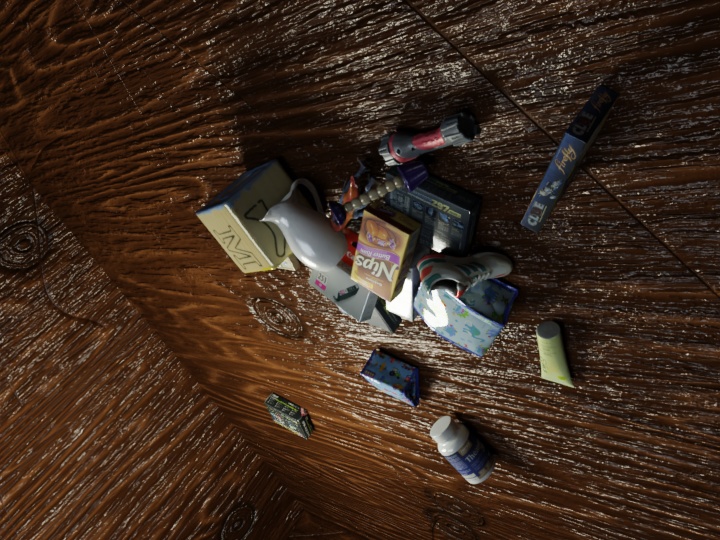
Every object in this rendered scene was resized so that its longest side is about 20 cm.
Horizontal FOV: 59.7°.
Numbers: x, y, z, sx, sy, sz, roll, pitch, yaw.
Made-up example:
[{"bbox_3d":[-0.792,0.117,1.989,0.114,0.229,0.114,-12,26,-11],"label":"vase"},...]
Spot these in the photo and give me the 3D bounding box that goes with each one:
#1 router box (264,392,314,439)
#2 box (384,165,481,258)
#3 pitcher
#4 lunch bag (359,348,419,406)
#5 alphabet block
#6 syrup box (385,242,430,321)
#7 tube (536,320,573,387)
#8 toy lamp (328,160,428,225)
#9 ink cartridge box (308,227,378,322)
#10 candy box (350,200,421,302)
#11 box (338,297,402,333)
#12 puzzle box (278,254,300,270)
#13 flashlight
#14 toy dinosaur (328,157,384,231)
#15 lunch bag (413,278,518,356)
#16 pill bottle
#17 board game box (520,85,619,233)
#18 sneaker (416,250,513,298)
[{"bbox_3d":[-0.305,0.625,2.698,0.199,0.062,0.150,20,142,30],"label":"router box"},{"bbox_3d":[0.144,-0.121,1.301,0.200,0.051,0.158,28,147,22],"label":"box"},{"bbox_3d":[-0.115,-0.110,1.487,0.200,0.172,0.121,43,148,-12],"label":"pitcher"},{"bbox_3d":[0.100,0.348,1.908,0.150,0.094,0.200,21,153,24],"label":"lunch bag"},{"bbox_3d":[-0.253,-0.131,1.573,0.196,0.195,0.200,-3,127,57],"label":"alphabet block"},{"bbox_3d":[0.111,0.022,1.487,0.081,0.079,0.200,25,145,25],"label":"syrup box"},{"bbox_3d":[0.428,0.194,1.391,0.058,0.052,0.200,-112,-2,-48],"label":"tube"},{"bbox_3d":[0.038,-0.153,1.223,0.058,0.199,0.058,62,-176,-8],"label":"toy lamp"},{"bbox_3d":[-0.030,0.001,1.528,0.200,0.043,0.174,35,120,35],"label":"ink cartridge box"},{"bbox_3d":[0.052,-0.038,1.365,0.116,0.056,0.200,31,136,21],"label":"candy box"},{"bbox_3d":[-0.004,0.076,1.648,0.200,0.051,0.158,19,153,40],"label":"box"},{"bbox_3d":[-0.265,-0.088,1.807,0.133,0.025,0.200,7,135,42],"label":"puzzle box"},{"bbox_3d":[0.120,-0.244,1.160,0.200,0.068,0.068,-7,122,52],"label":"flashlight"},{"bbox_3d":[-0.031,-0.153,1.367,0.105,0.200,0.182,48,119,18],"label":"toy dinosaur"},{"bbox_3d":[0.222,0.075,1.390,0.199,0.128,0.170,24,147,8],"label":"lunch bag"},{"bbox_3d":[0.304,0.534,1.882,0.200,0.111,0.111,47,148,-11],"label":"pill bottle"},{"bbox_3d":[0.320,-0.168,0.973,0.035,0.136,0.200,32,147,14],"label":"board game box"},{"bbox_3d":[0.217,0.017,1.278,0.199,0.094,0.070,0,141,-6],"label":"sneaker"}]
